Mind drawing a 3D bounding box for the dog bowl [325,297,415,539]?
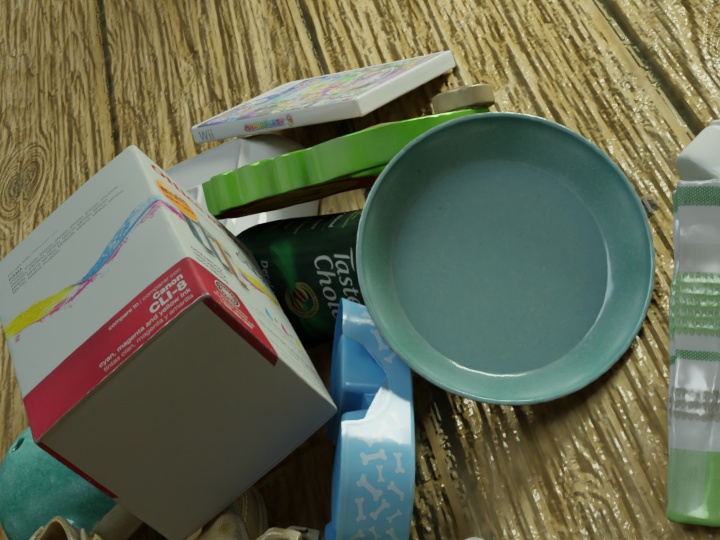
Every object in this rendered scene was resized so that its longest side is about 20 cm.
[{"bbox_3d":[0.006,0.109,0.971,0.049,0.112,0.200,5,44,-4],"label":"dog bowl"}]

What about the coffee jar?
[{"bbox_3d":[0.000,0.000,1.079,0.199,0.105,0.085,-13,11,36],"label":"coffee jar"}]

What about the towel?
[{"bbox_3d":[0.233,0.045,0.799,0.149,0.031,0.201,-1,83,45],"label":"towel"}]

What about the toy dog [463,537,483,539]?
[{"bbox_3d":[0.051,0.212,0.832,0.096,0.132,0.200,-22,32,-31],"label":"toy dog"}]

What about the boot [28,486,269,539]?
[{"bbox_3d":[-0.147,0.199,0.979,0.073,0.155,0.200,-8,47,40],"label":"boot"}]

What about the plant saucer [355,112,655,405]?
[{"bbox_3d":[0.095,-0.006,0.972,0.200,0.200,0.036,-53,-6,-13],"label":"plant saucer"}]

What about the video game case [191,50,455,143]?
[{"bbox_3d":[-0.034,-0.153,1.282,0.199,0.018,0.143,-5,20,41],"label":"video game case"}]

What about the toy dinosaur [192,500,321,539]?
[{"bbox_3d":[-0.079,0.187,0.934,0.101,0.058,0.201,-9,57,14],"label":"toy dinosaur"}]

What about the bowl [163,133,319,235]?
[{"bbox_3d":[-0.137,-0.031,1.273,0.199,0.075,0.200,-20,43,27],"label":"bowl"}]

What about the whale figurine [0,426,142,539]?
[{"bbox_3d":[-0.202,0.149,1.095,0.200,0.104,0.159,-32,25,44],"label":"whale figurine"}]

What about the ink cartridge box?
[{"bbox_3d":[-0.138,0.045,0.973,0.145,0.145,0.200,-41,39,6],"label":"ink cartridge box"}]

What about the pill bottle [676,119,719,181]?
[{"bbox_3d":[0.298,-0.106,0.895,0.200,0.113,0.113,-44,36,-1],"label":"pill bottle"}]

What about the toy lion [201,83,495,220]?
[{"bbox_3d":[-0.016,-0.077,1.091,0.191,0.069,0.200,-13,-2,-30],"label":"toy lion"}]
